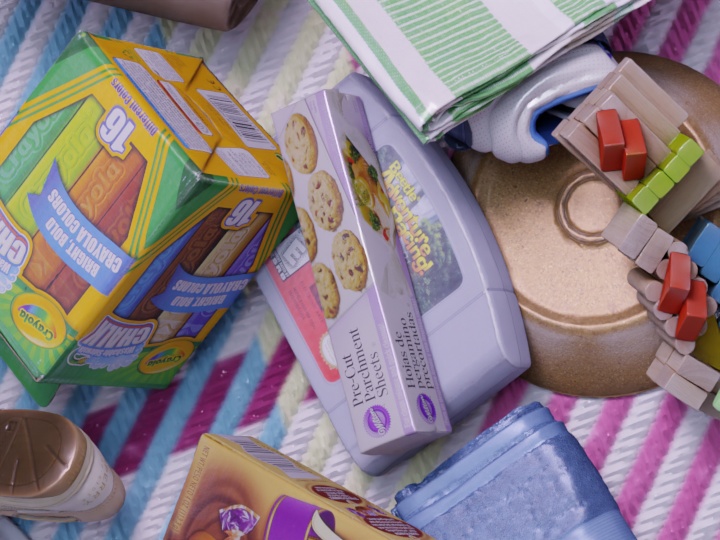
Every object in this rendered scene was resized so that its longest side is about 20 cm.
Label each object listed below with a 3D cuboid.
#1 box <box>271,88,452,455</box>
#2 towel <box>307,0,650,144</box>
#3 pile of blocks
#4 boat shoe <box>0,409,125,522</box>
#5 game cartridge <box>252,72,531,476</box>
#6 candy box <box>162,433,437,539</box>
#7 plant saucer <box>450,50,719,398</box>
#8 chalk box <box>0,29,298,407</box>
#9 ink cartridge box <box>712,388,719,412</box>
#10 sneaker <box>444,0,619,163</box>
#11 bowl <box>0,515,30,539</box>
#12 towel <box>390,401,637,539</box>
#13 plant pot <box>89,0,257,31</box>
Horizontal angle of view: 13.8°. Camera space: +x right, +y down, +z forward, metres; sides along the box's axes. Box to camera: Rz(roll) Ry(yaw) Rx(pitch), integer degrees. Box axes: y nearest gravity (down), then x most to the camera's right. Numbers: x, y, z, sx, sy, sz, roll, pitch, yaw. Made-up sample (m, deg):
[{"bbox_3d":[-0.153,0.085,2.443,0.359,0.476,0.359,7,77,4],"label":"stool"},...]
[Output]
[{"bbox_3d":[0.000,0.000,1.621,0.041,0.039,0.201,-22,74,31],"label":"box"},{"bbox_3d":[0.075,-0.172,1.605,0.200,0.023,0.153,-33,60,-10],"label":"towel"},{"bbox_3d":[0.171,-0.013,1.570,0.082,0.062,0.201,-23,102,-3],"label":"pile of blocks"},{"bbox_3d":[-0.219,0.108,1.701,0.199,0.065,0.072,8,66,39],"label":"boat shoe"},{"bbox_3d":[0.009,-0.004,1.659,0.133,0.041,0.201,-37,68,20],"label":"game cartridge"},{"bbox_3d":[-0.019,0.181,1.600,0.199,0.056,0.117,26,100,29],"label":"candy box"},{"bbox_3d":[0.133,-0.031,1.648,0.199,0.035,0.201,-4,76,16],"label":"plant saucer"},{"bbox_3d":[-0.146,-0.015,1.665,0.125,0.124,0.200,48,110,26],"label":"chalk box"},{"bbox_3d":[0.299,0.021,1.545,0.145,0.084,0.201,25,85,34],"label":"ink cartridge box"},{"bbox_3d":[0.114,-0.142,1.643,0.146,0.081,0.200,38,67,21],"label":"sneaker"},{"bbox_3d":[-0.274,0.216,1.680,0.200,0.090,0.202,-4,76,15],"label":"bowl"},{"bbox_3d":[0.107,0.178,1.595,0.111,0.049,0.200,-34,68,8],"label":"towel"},{"bbox_3d":[-0.125,-0.228,1.708,0.173,0.200,0.201,28,85,6],"label":"plant pot"}]
